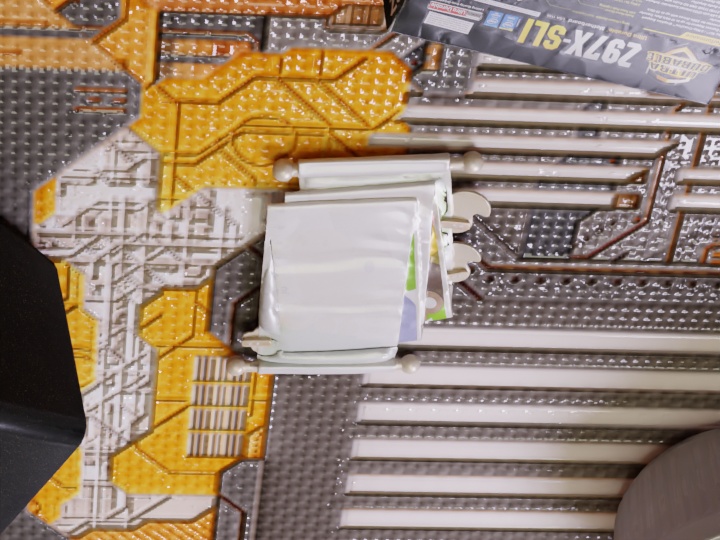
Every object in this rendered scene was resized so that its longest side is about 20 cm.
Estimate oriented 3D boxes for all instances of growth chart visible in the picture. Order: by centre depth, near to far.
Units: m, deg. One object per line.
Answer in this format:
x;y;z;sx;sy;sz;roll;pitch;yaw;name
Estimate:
0.000;0.000;1.525;0.144;0.018;0.201;3;134;-10;growth chart

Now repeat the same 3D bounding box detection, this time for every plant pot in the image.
-0.275;0.066;1.450;0.177;0.200;0.200;17;132;-35;plant pot

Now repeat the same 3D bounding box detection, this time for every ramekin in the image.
0.264;0.194;1.684;0.198;0.106;0.201;-3;136;-3;ramekin

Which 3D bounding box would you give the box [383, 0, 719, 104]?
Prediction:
0.130;-0.180;1.338;0.199;0.050;0.160;11;135;-16;box
